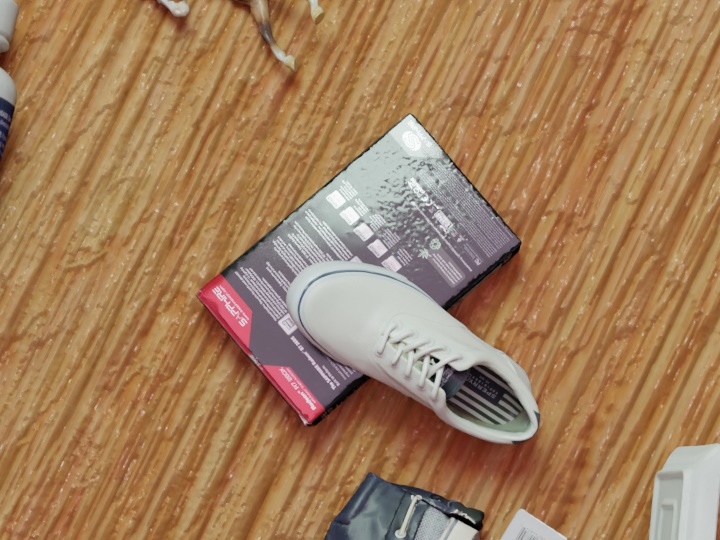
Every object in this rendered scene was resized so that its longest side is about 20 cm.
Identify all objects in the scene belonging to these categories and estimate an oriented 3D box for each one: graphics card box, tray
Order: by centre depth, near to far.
[{"bbox_3d":[0.210,0.216,1.393,0.022,0.107,0.201,8,82,-8],"label":"tray"},{"bbox_3d":[0.000,0.000,1.461,0.200,0.051,0.126,-41,83,-2],"label":"graphics card box"}]

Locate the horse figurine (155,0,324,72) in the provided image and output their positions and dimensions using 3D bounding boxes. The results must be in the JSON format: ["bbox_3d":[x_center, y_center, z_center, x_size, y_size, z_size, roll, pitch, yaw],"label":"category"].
[{"bbox_3d":[-0.051,-0.240,1.491,0.132,0.050,0.200,39,94,24],"label":"horse figurine"}]

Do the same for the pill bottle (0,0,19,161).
[{"bbox_3d":[-0.307,-0.101,1.454,0.119,0.120,0.201,14,83,4],"label":"pill bottle"}]

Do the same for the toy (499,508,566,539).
[{"bbox_3d":[0.109,0.276,1.415,0.115,0.047,0.200,32,99,15],"label":"toy"}]

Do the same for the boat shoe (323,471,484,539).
[{"bbox_3d":[0.001,0.235,1.425,0.093,0.075,0.200,28,76,12],"label":"boat shoe"}]

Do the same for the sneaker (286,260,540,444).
[{"bbox_3d":[0.043,0.054,1.398,0.200,0.071,0.073,26,97,-24],"label":"sneaker"}]
